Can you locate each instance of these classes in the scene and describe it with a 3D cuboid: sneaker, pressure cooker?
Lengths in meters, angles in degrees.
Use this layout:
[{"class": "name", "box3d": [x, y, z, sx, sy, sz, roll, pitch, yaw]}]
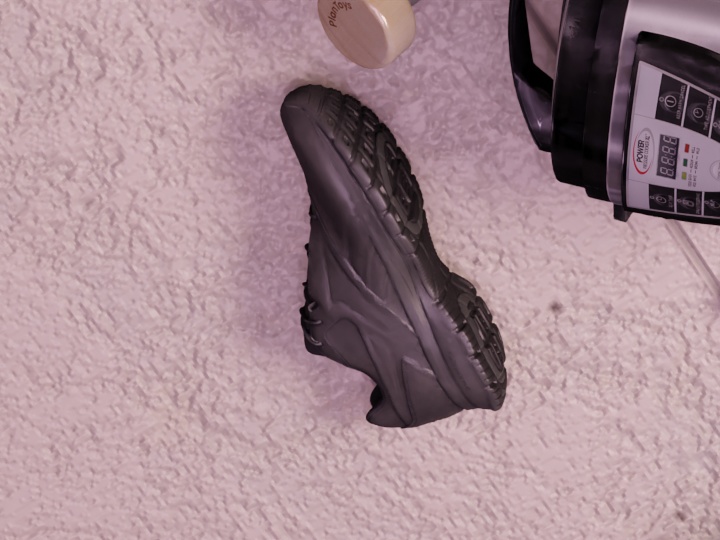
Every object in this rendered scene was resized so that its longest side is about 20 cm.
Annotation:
[{"class": "sneaker", "box3d": [0.000, 0.000, 1.384, 0.091, 0.076, 0.200, -22, 106, 18]}, {"class": "pressure cooker", "box3d": [0.167, -0.107, 1.271, 0.199, 0.179, 0.177, 13, 86, 12]}]

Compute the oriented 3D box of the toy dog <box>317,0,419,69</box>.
[{"class": "toy dog", "box3d": [-0.014, -0.200, 1.297, 0.096, 0.132, 0.201, 8, 112, 42]}]
